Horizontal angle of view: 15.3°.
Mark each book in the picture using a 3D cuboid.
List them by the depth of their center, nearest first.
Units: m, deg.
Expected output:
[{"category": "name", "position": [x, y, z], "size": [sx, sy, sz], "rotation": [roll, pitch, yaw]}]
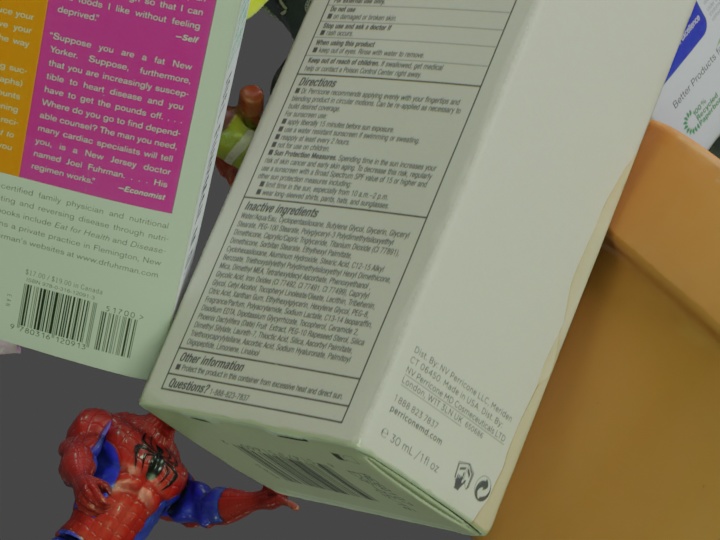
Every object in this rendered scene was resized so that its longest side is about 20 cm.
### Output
[{"category": "book", "position": [-0.104, -0.067, 0.809], "size": [0.133, 0.048, 0.200], "rotation": [16, 124, 0]}]

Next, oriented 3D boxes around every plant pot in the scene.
[{"category": "plant pot", "position": [0.116, 0.068, 0.883], "size": [0.140, 0.200, 0.200], "rotation": [-45, 104, -1]}]

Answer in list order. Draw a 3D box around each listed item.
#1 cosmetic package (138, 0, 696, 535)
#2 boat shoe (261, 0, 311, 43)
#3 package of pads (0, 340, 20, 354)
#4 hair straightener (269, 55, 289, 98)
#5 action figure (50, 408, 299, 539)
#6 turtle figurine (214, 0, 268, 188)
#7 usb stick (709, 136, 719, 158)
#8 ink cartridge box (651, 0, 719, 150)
[{"category": "cosmetic package", "position": [0.021, -0.027, 0.844], "size": [0.073, 0.103, 0.200], "rotation": [38, 70, -42]}, {"category": "boat shoe", "position": [0.011, -0.091, 0.956], "size": [0.073, 0.062, 0.200], "rotation": [-36, 102, -2]}, {"category": "package of pads", "position": [-0.215, -0.024, 0.912], "size": [0.199, 0.076, 0.121], "rotation": [-4, 101, -11]}, {"category": "hair straightener", "position": [0.000, 0.000, 0.957], "size": [0.077, 0.041, 0.200], "rotation": [2, 125, 30]}, {"category": "action figure", "position": [-0.090, 0.111, 0.923], "size": [0.065, 0.099, 0.200], "rotation": [38, 61, -20]}, {"category": "turtle figurine", "position": [-0.088, -0.110, 0.887], "size": [0.064, 0.161, 0.200], "rotation": [-32, 94, -19]}, {"category": "usb stick", "position": [0.177, -0.028, 1.017], "size": [0.199, 0.033, 0.056], "rotation": [5, 103, -13]}, {"category": "ink cartridge box", "position": [0.088, -0.135, 0.932], "size": [0.095, 0.037, 0.200], "rotation": [-50, 127, -27]}]
